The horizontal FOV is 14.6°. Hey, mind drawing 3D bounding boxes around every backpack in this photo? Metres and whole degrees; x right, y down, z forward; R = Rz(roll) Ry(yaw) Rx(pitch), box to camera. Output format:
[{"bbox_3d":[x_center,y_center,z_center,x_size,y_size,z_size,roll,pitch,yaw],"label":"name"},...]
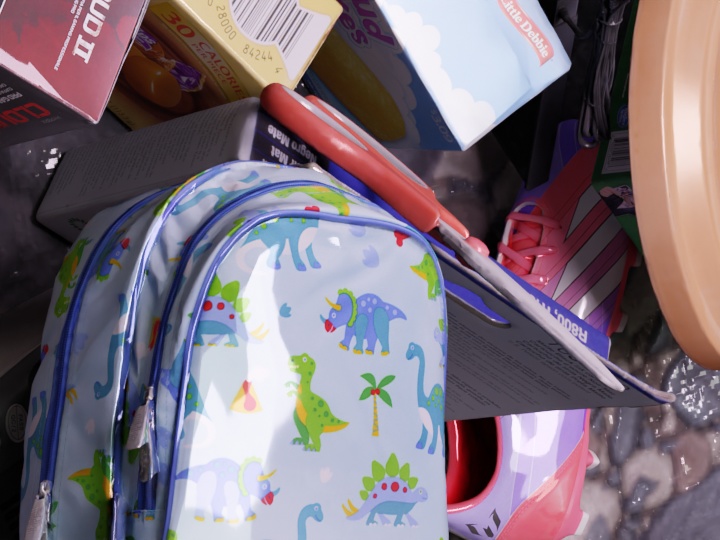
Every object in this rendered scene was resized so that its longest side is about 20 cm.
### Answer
[{"bbox_3d":[-0.041,0.063,0.981,0.162,0.154,0.201,9,65,-29],"label":"backpack"}]

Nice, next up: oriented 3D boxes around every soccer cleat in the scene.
[{"bbox_3d":[0.075,0.026,1.264,0.076,0.067,0.201,13,81,-31],"label":"soccer cleat"}]

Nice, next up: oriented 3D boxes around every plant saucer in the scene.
[{"bbox_3d":[0.167,-0.057,1.239,0.200,0.032,0.202,7,82,-64],"label":"plant saucer"}]

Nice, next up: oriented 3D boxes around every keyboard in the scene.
[{"bbox_3d":[0.085,-0.118,1.191,0.020,0.127,0.201,-12,136,-18],"label":"keyboard"}]

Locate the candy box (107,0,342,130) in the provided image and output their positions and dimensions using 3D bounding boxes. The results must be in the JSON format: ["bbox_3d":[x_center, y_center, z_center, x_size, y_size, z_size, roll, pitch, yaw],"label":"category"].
[{"bbox_3d":[-0.115,-0.142,1.104,0.200,0.116,0.057,42,64,-27],"label":"candy box"}]

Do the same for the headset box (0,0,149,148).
[{"bbox_3d":[-0.183,-0.112,1.032,0.200,0.148,0.078,33,67,-30],"label":"headset box"}]

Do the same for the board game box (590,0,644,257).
[{"bbox_3d":[0.165,-0.086,1.310,0.135,0.029,0.201,49,47,-44],"label":"board game box"}]

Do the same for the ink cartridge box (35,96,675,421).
[{"bbox_3d":[0.000,0.000,1.125,0.199,0.200,0.041,33,67,-30],"label":"ink cartridge box"}]

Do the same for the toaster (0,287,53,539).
[{"bbox_3d":[-0.099,0.062,1.091,0.200,0.129,0.114,-36,108,-32],"label":"toaster"}]

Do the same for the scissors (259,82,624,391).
[{"bbox_3d":[0.037,-0.011,1.006,0.014,0.200,0.073,-54,150,5],"label":"scissors"}]

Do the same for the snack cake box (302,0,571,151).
[{"bbox_3d":[-0.008,-0.150,1.178,0.067,0.115,0.201,-37,108,-19],"label":"snack cake box"}]
